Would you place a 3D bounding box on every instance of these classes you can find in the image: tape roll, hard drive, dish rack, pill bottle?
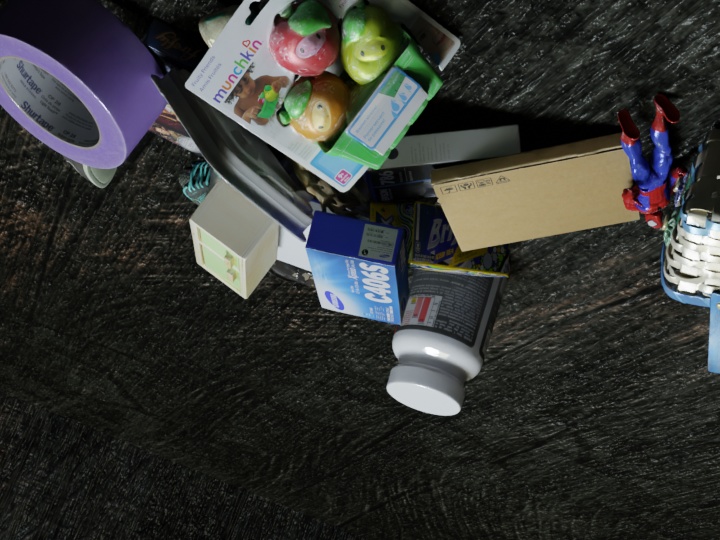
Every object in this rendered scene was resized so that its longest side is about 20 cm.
[{"bbox_3d":[-0.310,-0.208,1.560,0.199,0.085,0.201,27,154,14],"label":"tape roll"},{"bbox_3d":[-0.082,-0.048,1.676,0.131,0.026,0.200,20,164,9],"label":"hard drive"},{"bbox_3d":[-0.124,-0.128,1.501,0.171,0.043,0.200,40,-169,-46],"label":"dish rack"},{"bbox_3d":[0.104,0.065,1.774,0.115,0.202,0.116,16,159,7],"label":"pill bottle"}]

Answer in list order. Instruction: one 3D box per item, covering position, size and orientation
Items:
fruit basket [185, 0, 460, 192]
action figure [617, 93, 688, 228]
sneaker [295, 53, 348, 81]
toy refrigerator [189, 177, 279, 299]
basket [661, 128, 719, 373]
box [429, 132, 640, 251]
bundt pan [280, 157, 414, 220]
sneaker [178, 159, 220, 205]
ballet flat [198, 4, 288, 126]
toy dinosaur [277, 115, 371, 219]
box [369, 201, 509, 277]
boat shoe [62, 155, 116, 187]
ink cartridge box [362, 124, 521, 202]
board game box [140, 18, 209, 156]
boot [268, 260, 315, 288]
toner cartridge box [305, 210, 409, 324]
[{"bbox_3d":[-0.030,-0.187,1.330,0.199,0.186,0.094,32,-168,-34],"label":"fruit basket"},{"bbox_3d":[0.285,-0.095,1.426,0.065,0.052,0.200,-27,153,-1],"label":"action figure"},{"bbox_3d":[-0.034,-0.182,1.500,0.099,0.075,0.200,37,160,6],"label":"sneaker"},{"bbox_3d":[-0.140,-0.031,1.608,0.076,0.070,0.200,36,167,4],"label":"toy refrigerator"},{"bbox_3d":[0.361,-0.025,1.387,0.138,0.177,0.201,7,137,24],"label":"basket"},{"bbox_3d":[0.184,-0.077,1.508,0.198,0.021,0.164,-11,154,11],"label":"box"},{"bbox_3d":[-0.019,-0.076,1.695,0.200,0.076,0.202,20,162,6],"label":"bundt pan"},{"bbox_3d":[-0.176,-0.102,1.742,0.090,0.078,0.200,16,168,2],"label":"sneaker"},{"bbox_3d":[-0.111,-0.199,1.499,0.062,0.068,0.201,-6,143,16],"label":"ballet flat"},{"bbox_3d":[-0.050,-0.103,1.483,0.101,0.058,0.200,34,167,45],"label":"toy dinosaur"},{"bbox_3d":[0.091,-0.034,1.627,0.064,0.071,0.199,1,177,36],"label":"box"},{"bbox_3d":[-0.345,-0.174,1.761,0.060,0.072,0.202,17,152,17],"label":"boat shoe"},{"bbox_3d":[0.068,-0.108,1.509,0.198,0.040,0.100,-4,163,6],"label":"ink cartridge box"},{"bbox_3d":[-0.201,-0.199,1.621,0.135,0.035,0.200,25,158,-15],"label":"board game box"},{"bbox_3d":[-0.014,0.008,1.861,0.199,0.070,0.174,20,180,-31],"label":"boot"},{"bbox_3d":[0.000,0.000,1.522,0.094,0.044,0.200,13,163,8],"label":"toner cartridge box"}]
